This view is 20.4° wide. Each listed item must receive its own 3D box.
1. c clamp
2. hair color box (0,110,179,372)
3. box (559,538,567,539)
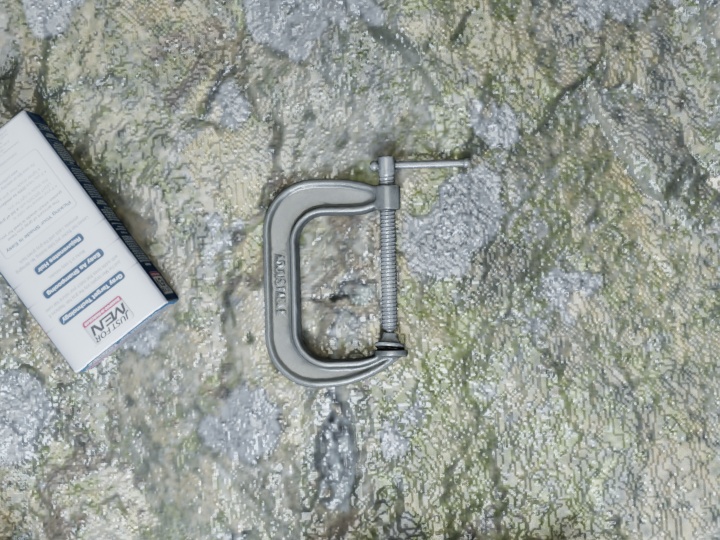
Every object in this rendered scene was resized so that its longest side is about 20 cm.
[{"bbox_3d":[0.000,0.000,1.667,0.170,0.027,0.201,4,90,4],"label":"c clamp"},{"bbox_3d":[-0.252,-0.024,1.669,0.100,0.061,0.200,-37,87,4],"label":"hair color box"},{"bbox_3d":[0.177,0.327,1.634,0.082,0.068,0.201,-27,88,3],"label":"box"}]
